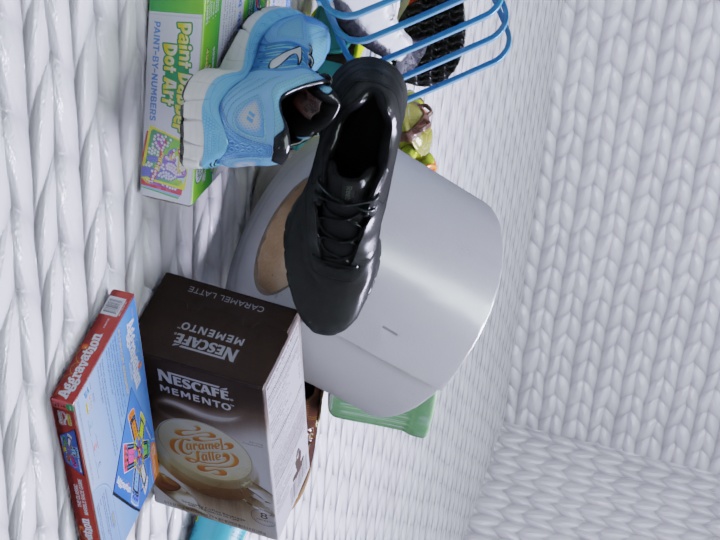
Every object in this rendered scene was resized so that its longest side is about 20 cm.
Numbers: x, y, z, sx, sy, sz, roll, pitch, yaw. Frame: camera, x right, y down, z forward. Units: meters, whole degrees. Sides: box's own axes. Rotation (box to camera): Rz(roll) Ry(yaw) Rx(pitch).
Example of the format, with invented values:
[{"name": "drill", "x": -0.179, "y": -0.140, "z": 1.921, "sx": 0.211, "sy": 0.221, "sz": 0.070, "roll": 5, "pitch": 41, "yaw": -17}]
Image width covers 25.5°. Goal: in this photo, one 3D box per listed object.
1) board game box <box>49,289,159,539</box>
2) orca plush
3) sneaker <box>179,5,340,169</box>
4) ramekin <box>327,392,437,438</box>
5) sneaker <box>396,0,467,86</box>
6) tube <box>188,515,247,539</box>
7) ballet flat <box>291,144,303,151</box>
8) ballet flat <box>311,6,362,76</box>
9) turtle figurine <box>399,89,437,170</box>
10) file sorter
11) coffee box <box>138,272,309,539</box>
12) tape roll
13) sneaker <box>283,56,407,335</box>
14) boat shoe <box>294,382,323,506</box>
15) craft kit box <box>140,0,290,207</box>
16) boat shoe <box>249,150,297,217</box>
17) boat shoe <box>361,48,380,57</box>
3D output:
[{"name": "board game box", "x": -0.178, "y": 0.118, "z": 1.127, "sx": 0.201, "sy": 0.019, "sz": 0.103, "roll": 90, "pitch": 18, "yaw": -46}, {"name": "orca plush", "x": -0.009, "y": -0.258, "z": 1.339, "sx": 0.105, "sy": 0.071, "sz": 0.200, "roll": -48, "pitch": 124, "yaw": 2}, {"name": "sneaker", "x": -0.053, "y": -0.117, "z": 1.094, "sx": 0.200, "sy": 0.089, "sz": 0.079, "roll": -61, "pitch": 160, "yaw": -54}, {"name": "ramekin", "x": 0.024, "y": 0.056, "z": 1.531, "sx": 0.200, "sy": 0.097, "sz": 0.202, "roll": -174, "pitch": -90, "yaw": -88}, {"name": "sneaker", "x": 0.071, "y": -0.269, "z": 1.466, "sx": 0.094, "sy": 0.070, "sz": 0.201, "roll": -71, "pitch": 166, "yaw": -51}, {"name": "tube", "x": -0.147, "y": 0.291, "z": 1.405, "sx": 0.077, "sy": 0.050, "sz": 0.201, "roll": 59, "pitch": 49, "yaw": -68}, {"name": "ballet flat", "x": -0.048, "y": -0.061, "z": 1.471, "sx": 0.067, "sy": 0.066, "sz": 0.201, "roll": -111, "pitch": -160, "yaw": -55}, {"name": "ballet flat", "x": -0.033, "y": -0.164, "z": 1.371, "sx": 0.201, "sy": 0.066, "sz": 0.067, "roll": -68, "pitch": 164, "yaw": -47}, {"name": "turtle figurine", "x": 0.038, "y": -0.144, "z": 1.598, "sx": 0.162, "sy": 0.064, "sz": 0.201, "roll": 58, "pitch": 33, "yaw": -32}, {"name": "file sorter", "x": 0.031, "y": -0.219, "z": 1.161, "sx": 0.200, "sy": 0.138, "sz": 0.123, "roll": 57, "pitch": 10, "yaw": -74}, {"name": "coffee box", "x": -0.106, "y": 0.108, "z": 1.227, "sx": 0.201, "sy": 0.113, "sz": 0.080, "roll": 88, "pitch": 21, "yaw": -48}, {"name": "tape roll", "x": 0.000, "y": 0.000, "z": 1.292, "sx": 0.202, "sy": 0.139, "sz": 0.204, "roll": -40, "pitch": -147, "yaw": 34}, {"name": "sneaker", "x": -0.014, "y": -0.047, "z": 1.118, "sx": 0.091, "sy": 0.075, "sz": 0.202, "roll": -89, "pitch": -173, "yaw": -75}, {"name": "boat shoe", "x": -0.073, "y": 0.136, "z": 1.530, "sx": 0.071, "sy": 0.070, "sz": 0.201, "roll": 97, "pitch": 3, "yaw": -59}, {"name": "craft kit box", "x": -0.098, "y": -0.175, "z": 1.143, "sx": 0.198, "sy": 0.048, "sz": 0.202, "roll": -60, "pitch": 159, "yaw": -63}, {"name": "boat shoe", "x": -0.072, "y": -0.006, "z": 1.424, "sx": 0.093, "sy": 0.074, "sz": 0.202, "roll": -172, "pitch": -100, "yaw": -69}, {"name": "boat shoe", "x": -0.017, "y": -0.165, "z": 1.497, "sx": 0.073, "sy": 0.066, "sz": 0.202, "roll": -171, "pitch": -94, "yaw": -69}]
